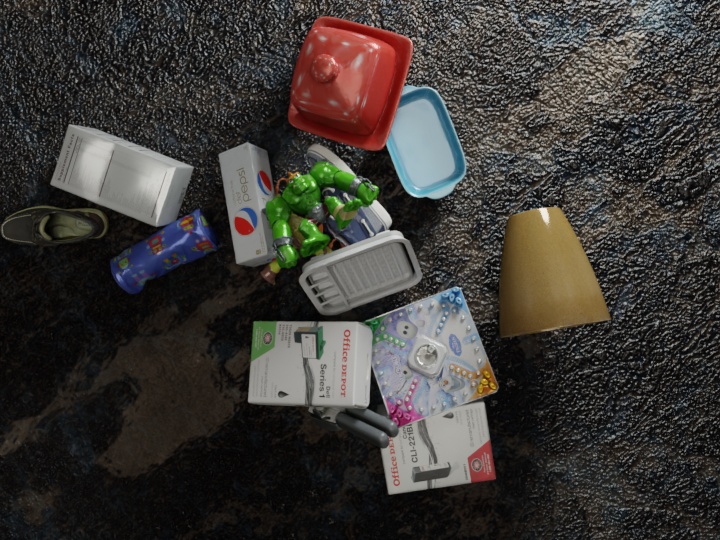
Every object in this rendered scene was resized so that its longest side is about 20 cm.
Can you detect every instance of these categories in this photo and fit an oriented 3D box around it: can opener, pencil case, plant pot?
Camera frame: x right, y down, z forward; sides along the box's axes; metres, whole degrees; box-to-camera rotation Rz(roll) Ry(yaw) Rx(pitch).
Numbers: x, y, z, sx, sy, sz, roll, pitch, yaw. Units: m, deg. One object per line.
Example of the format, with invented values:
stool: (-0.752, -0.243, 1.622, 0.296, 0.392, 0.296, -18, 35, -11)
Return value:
can opener: (-0.014, 0.266, 1.315, 0.053, 0.199, 0.067, -44, 127, -30)
pencil case: (-0.346, -0.033, 1.327, 0.198, 0.087, 0.079, -28, 64, 6)
plant pot: (0.312, 0.002, 1.261, 0.184, 0.186, 0.203, -10, 81, 4)

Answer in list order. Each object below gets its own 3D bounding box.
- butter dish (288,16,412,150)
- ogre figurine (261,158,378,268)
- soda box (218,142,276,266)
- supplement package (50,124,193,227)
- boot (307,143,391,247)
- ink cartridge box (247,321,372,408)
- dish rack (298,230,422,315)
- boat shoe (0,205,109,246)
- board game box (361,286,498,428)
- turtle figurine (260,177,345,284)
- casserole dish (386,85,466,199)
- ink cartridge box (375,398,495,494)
butter dish: (-0.038, -0.322, 1.228, 0.198, 0.148, 0.202, 20, 98, 18)
ogre figurine: (-0.080, -0.103, 1.227, 0.200, 0.098, 0.120, -47, 69, 9)
soda box: (-0.188, -0.112, 1.283, 0.067, 0.064, 0.202, -16, 78, 23)
supplement package: (-0.415, -0.167, 1.299, 0.198, 0.110, 0.115, 22, 97, 0)
boot: (-0.040, -0.123, 1.292, 0.200, 0.073, 0.090, 46, 73, -3)
ink cartridge box: (-0.086, 0.164, 1.295, 0.198, 0.084, 0.148, -2, 78, 17)
dish rack: (0.000, 0.000, 1.287, 0.198, 0.172, 0.044, -19, 57, 6)
boat shoe: (-0.562, -0.081, 1.339, 0.198, 0.066, 0.073, -2, 97, 3)
board game box: (0.117, 0.150, 1.306, 0.198, 0.026, 0.202, -20, 71, 3)
turtle figurine: (-0.119, -0.051, 1.320, 0.161, 0.064, 0.200, -42, 93, 7)
casserole dish: (0.108, -0.224, 1.301, 0.120, 0.039, 0.202, -22, 94, 6)
ink cartridge box: (0.133, 0.309, 1.338, 0.197, 0.084, 0.146, -9, 95, 5)
